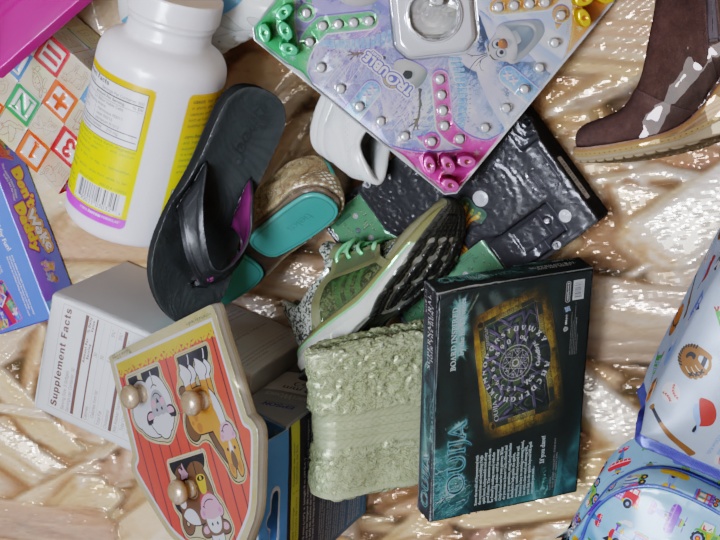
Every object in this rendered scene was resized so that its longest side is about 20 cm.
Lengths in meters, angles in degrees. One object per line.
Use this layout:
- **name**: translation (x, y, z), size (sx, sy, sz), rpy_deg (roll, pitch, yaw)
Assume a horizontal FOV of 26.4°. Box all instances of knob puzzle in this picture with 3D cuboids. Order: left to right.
- **knob puzzle**: translation (-0.137, 0.144, 1.202), size (0.219, 0.030, 0.220), rpy_deg (15, 110, 48)

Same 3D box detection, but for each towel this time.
- **towel**: translation (0.053, 0.106, 1.224), size (0.200, 0.036, 0.149), rpy_deg (-8, 112, -15)

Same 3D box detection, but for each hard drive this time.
- **hard drive**: translation (0.080, -0.045, 1.231), size (0.200, 0.038, 0.140), rpy_deg (-38, 87, 29)

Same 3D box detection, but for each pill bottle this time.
- **pill bottle**: translation (-0.166, -0.126, 1.218), size (0.104, 0.104, 0.200), rpy_deg (25, 115, 17)

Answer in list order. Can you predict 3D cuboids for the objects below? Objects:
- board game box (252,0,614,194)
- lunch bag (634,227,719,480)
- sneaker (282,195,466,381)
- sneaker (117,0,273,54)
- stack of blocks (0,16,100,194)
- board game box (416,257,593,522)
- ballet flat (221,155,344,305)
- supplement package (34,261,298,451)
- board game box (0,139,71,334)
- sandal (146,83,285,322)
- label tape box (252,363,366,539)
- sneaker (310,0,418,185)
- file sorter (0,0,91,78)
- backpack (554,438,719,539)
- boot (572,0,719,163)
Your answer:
- **board game box**: translation (0.055, -0.191, 1.141), size (0.200, 0.026, 0.200), rpy_deg (38, 98, -7)
- **lunch bag**: translation (0.322, 0.080, 1.108), size (0.200, 0.124, 0.170), rpy_deg (24, 115, 2)
- **sneaker**: translation (0.000, 0.000, 1.228), size (0.200, 0.077, 0.089), rpy_deg (-46, 66, 24)
- **sneaker**: translation (-0.111, -0.212, 1.258), size (0.200, 0.076, 0.081), rpy_deg (13, 117, 29)
- **stack of blocks**: translation (-0.233, -0.123, 1.345), size (0.200, 0.059, 0.115), rpy_deg (42, 118, 9)
- **board game box**: translation (0.112, 0.094, 1.201), size (0.028, 0.135, 0.200), rpy_deg (-136, 43, -59)
- **ballet flat**: translation (-0.092, -0.030, 1.280), size (0.200, 0.065, 0.071), rpy_deg (-30, 129, 25)
- **supplement package**: translation (-0.165, 0.089, 1.342), size (0.200, 0.117, 0.118), rpy_deg (21, 113, 19)
- **board game box**: translation (-0.361, -0.038, 1.439), size (0.134, 0.045, 0.200), rpy_deg (-15, 98, 28)
- **sandal**: translation (-0.112, -0.047, 1.198), size (0.048, 0.075, 0.201), rpy_deg (37, 111, 55)
- **label tape box**: translation (-0.061, 0.169, 1.267), size (0.066, 0.200, 0.144), rpy_deg (10, 109, 25)
- **sneaker**: translation (0.018, -0.163, 1.191), size (0.088, 0.075, 0.200), rpy_deg (44, 135, 46)
- **file sorter**: translation (-0.317, -0.290, 1.243), size (0.139, 0.125, 0.200), rpy_deg (-39, 66, 7)
- **backpack**: translation (0.238, 0.237, 1.185), size (0.182, 0.135, 0.200), rpy_deg (27, 112, 15)
- **boot**: translation (0.232, -0.173, 1.117), size (0.200, 0.072, 0.167), rpy_deg (-16, 86, 30)
